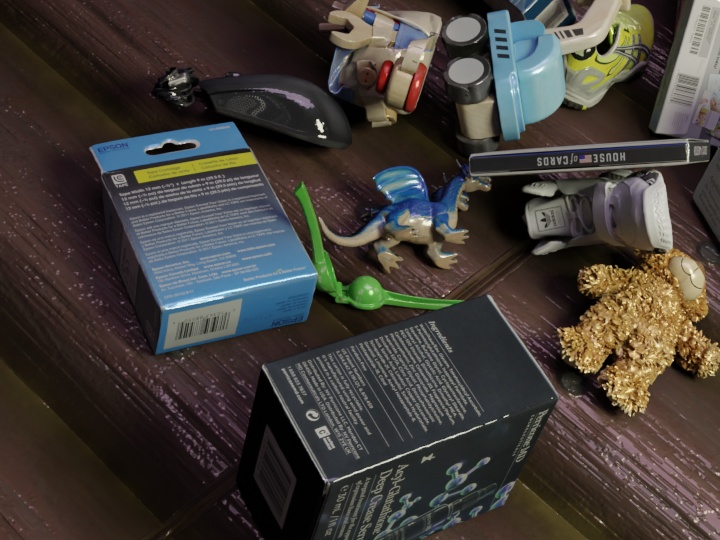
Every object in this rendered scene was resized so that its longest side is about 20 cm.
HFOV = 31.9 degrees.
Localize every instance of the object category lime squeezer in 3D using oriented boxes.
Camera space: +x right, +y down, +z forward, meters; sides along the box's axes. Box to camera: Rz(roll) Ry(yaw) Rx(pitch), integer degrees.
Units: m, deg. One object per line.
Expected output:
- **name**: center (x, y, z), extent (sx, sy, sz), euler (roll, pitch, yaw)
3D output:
- **lime squeezer**: center (0.000, 0.000, 1.104), extent (0.199, 0.071, 0.038), euler (35, 11, -25)

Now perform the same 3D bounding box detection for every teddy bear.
- **teddy bear**: center (0.256, 0.043, 1.130), extent (0.198, 0.067, 0.146), euler (-22, 59, -30)

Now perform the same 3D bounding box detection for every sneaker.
- **sneaker**: center (0.281, -0.252, 1.398), extent (0.075, 0.077, 0.200), euler (30, 47, 15)
- **sneaker**: center (0.211, -0.048, 1.145), extent (0.113, 0.076, 0.200), euler (-11, 8, 0)

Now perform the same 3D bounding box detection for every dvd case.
- **dvd case**: center (0.216, -0.106, 1.173), extent (0.197, 0.025, 0.150), euler (-1, 5, 23)

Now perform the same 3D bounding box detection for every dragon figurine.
- **dragon figurine**: center (0.037, -0.055, 1.163), extent (0.197, 0.059, 0.100), euler (-3, 47, -23)

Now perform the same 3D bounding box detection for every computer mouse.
- **computer mouse**: center (-0.097, -0.168, 1.203), extent (0.197, 0.053, 0.139), euler (16, 10, -8)

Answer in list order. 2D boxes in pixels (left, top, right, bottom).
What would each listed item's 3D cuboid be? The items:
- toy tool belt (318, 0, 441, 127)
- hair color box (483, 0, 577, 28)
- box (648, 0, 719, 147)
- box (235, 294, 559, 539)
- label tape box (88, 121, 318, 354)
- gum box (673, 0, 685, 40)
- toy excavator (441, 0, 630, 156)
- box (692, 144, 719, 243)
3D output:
- **toy tool belt**: center (0.006, -0.206, 1.221), extent (0.121, 0.127, 0.200), euler (18, 19, 0)
- **hair color box**: center (0.151, -0.345, 1.423), extent (0.060, 0.100, 0.200), euler (-43, 63, 3)
- **box**: center (0.425, -0.202, 1.339), extent (0.197, 0.158, 0.041), euler (12, 17, -2)
- **box**: center (0.023, 0.126, 0.935), extent (0.198, 0.150, 0.108), euler (-17, 55, -27)
- **label tape box**: center (-0.142, -0.034, 1.095), extent (0.141, 0.067, 0.201), euler (-12, 50, -25)
- **gum box**: center (0.399, -0.302, 1.442), extent (0.065, 0.115, 0.202), euler (9, 45, 9)
- **toy excavator**: center (0.185, -0.221, 1.282), extent (0.197, 0.101, 0.197), euler (-6, 49, 8)
- **box**: center (0.471, -0.067, 1.216), extent (0.197, 0.173, 0.201), euler (-5, 50, -19)
